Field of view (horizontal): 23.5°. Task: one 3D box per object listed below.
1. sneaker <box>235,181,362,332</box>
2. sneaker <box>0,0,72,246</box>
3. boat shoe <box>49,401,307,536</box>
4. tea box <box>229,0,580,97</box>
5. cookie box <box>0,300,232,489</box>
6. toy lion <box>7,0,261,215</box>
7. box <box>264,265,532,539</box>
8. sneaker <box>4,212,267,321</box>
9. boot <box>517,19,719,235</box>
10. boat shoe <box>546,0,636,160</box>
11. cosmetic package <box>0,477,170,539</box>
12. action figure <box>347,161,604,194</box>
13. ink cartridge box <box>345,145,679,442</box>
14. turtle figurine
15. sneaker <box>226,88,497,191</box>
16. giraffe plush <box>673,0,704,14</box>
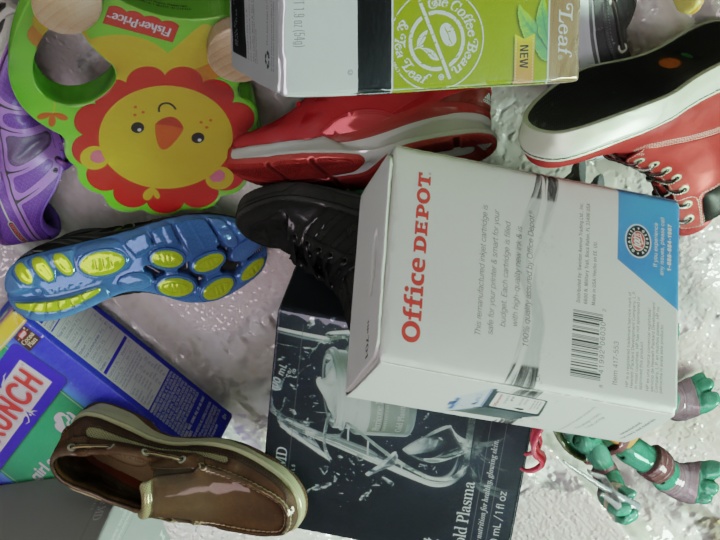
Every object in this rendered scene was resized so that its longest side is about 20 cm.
[{"bbox_3d":[0.000,0.002,1.201,0.198,0.105,0.060,6,149,11],"label":"sneaker"},{"bbox_3d":[-0.249,-0.108,1.286,0.083,0.081,0.201,1,128,-10],"label":"sneaker"},{"bbox_3d":[-0.141,0.164,1.290,0.201,0.075,0.075,13,120,21],"label":"boat shoe"},{"bbox_3d":[0.024,-0.218,1.061,0.195,0.134,0.202,-6,106,-17],"label":"tea box"},{"bbox_3d":[-0.236,0.123,1.401,0.200,0.075,0.171,39,121,-12],"label":"cookie box"},{"bbox_3d":[-0.158,-0.126,1.231,0.199,0.069,0.192,14,127,-21],"label":"toy lion"},{"bbox_3d":[0.035,0.097,1.310,0.195,0.124,0.201,10,121,7],"label":"box"},{"bbox_3d":[-0.171,-0.012,1.315,0.198,0.083,0.071,-9,112,-2],"label":"sneaker"},{"bbox_3d":[0.190,-0.071,1.160,0.199,0.072,0.145,-22,128,-28],"label":"boot"},{"bbox_3d":[0.157,-0.172,1.166,0.066,0.070,0.201,-26,117,-17],"label":"boat shoe"},{"bbox_3d":[-0.263,0.228,1.365,0.198,0.107,0.091,-13,119,20],"label":"cosmetic package"},{"bbox_3d":[0.072,-0.054,1.241,0.198,0.055,0.118,0,163,26],"label":"action figure"},{"bbox_3d":[0.098,0.017,1.108,0.198,0.148,0.086,10,158,-12],"label":"ink cartridge box"},{"bbox_3d":[0.190,0.104,1.243,0.100,0.199,0.151,10,82,42],"label":"turtle figurine"},{"bbox_3d":[0.000,-0.124,1.214,0.198,0.078,0.117,-5,74,18],"label":"sneaker"},{"bbox_3d":[0.250,-0.240,1.070,0.199,0.174,0.162,31,143,-20],"label":"giraffe plush"}]
